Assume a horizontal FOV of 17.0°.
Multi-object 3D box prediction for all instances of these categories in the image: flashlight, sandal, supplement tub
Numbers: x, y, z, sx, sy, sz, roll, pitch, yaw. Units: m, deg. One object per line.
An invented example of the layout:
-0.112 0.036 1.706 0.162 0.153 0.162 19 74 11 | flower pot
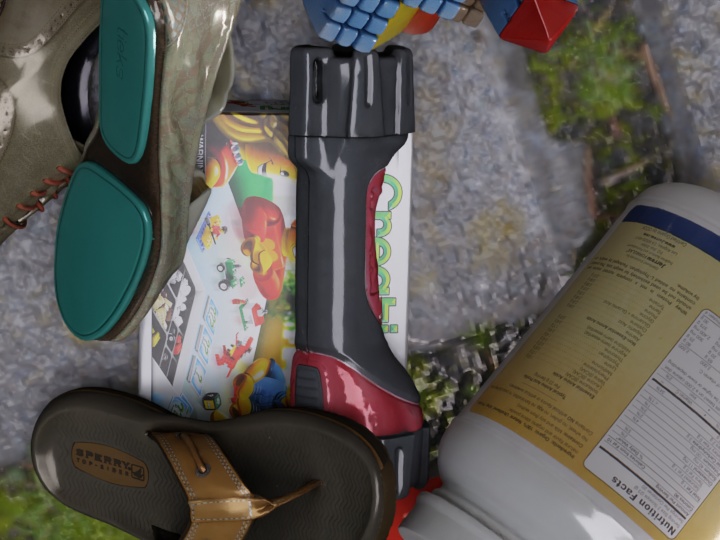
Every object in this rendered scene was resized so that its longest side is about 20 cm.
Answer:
0.000 0.000 1.074 0.068 0.068 0.201 2 97 -1 | flashlight
-0.075 0.095 1.065 0.199 0.055 0.082 12 106 30 | sandal
0.125 0.076 1.067 0.144 0.144 0.200 42 80 -11 | supplement tub

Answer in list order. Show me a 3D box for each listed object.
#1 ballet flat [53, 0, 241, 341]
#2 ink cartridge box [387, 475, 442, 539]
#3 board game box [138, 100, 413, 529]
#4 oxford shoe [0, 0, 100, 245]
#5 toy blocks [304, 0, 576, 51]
-0.086 -0.050 1.045 0.062 0.067 0.200 -19 140 -37 | ballet flat
0.004 0.210 1.141 0.162 0.050 0.201 -17 117 0 | ink cartridge box
-0.041 0.022 1.122 0.126 0.035 0.201 0 102 -4 | board game box
-0.160 -0.044 1.076 0.075 0.070 0.201 18 101 5 | oxford shoe
0.001 -0.146 1.001 0.200 0.137 0.100 15 125 -32 | toy blocks
